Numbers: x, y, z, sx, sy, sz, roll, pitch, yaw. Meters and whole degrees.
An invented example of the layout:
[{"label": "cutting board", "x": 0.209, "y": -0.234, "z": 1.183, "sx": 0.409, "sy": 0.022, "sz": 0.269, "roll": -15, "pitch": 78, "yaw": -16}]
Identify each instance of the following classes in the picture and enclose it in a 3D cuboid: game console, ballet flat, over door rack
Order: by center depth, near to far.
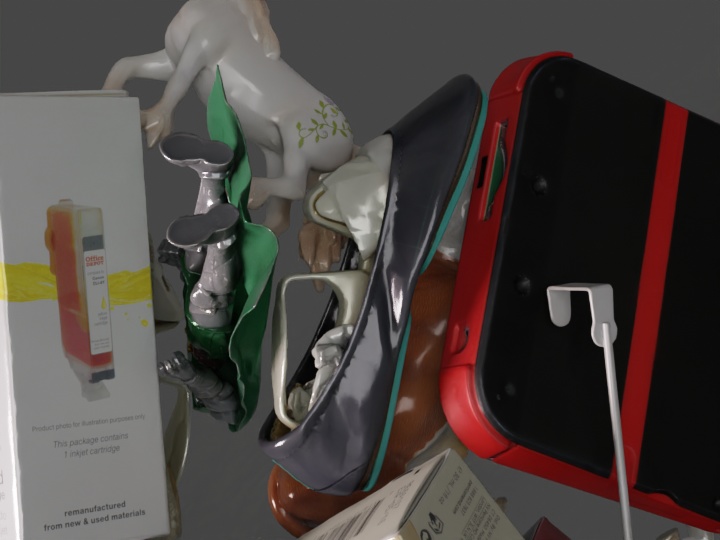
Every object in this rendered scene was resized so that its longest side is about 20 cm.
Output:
[{"label": "over door rack", "x": 0.176, "y": 0.088, "z": 0.825, "sx": 0.146, "sy": 0.066, "sz": 0.202, "roll": -8, "pitch": 81, "yaw": -31}, {"label": "ballet flat", "x": 0.000, "y": 0.000, "z": 0.825, "sx": 0.072, "sy": 0.073, "sz": 0.202, "roll": 17, "pitch": 87, "yaw": -2}, {"label": "game console", "x": 0.127, "y": 0.008, "z": 0.876, "sx": 0.175, "sy": 0.031, "sz": 0.202, "roll": 21, "pitch": 70, "yaw": -26}, {"label": "ballet flat", "x": -0.116, "y": 0.042, "z": 0.909, "sx": 0.062, "sy": 0.067, "sz": 0.203, "roll": -2, "pitch": 93, "yaw": -31}]

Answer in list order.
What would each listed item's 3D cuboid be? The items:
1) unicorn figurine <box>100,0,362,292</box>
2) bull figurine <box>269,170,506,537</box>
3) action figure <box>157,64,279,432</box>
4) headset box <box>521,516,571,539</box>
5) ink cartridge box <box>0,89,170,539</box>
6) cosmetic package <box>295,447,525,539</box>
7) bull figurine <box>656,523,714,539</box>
[{"label": "unicorn figurine", "x": -0.062, "y": -0.095, "z": 0.897, "sx": 0.137, "sy": 0.074, "sz": 0.201, "roll": -47, "pitch": 112, "yaw": -30}, {"label": "bull figurine", "x": 0.037, "y": 0.052, "z": 0.893, "sx": 0.121, "sy": 0.065, "sz": 0.201, "roll": 30, "pitch": 88, "yaw": 7}, {"label": "action figure", "x": -0.066, "y": 0.016, "z": 0.832, "sx": 0.054, "sy": 0.201, "sz": 0.119, "roll": -3, "pitch": 59, "yaw": -4}, {"label": "headset box", "x": 0.095, "y": 0.227, "z": 0.867, "sx": 0.199, "sy": 0.077, "sz": 0.149, "roll": 39, "pitch": 122, "yaw": 0}, {"label": "ink cartridge box", "x": -0.166, "y": 0.025, "z": 0.850, "sx": 0.083, "sy": 0.144, "sz": 0.203, "roll": -3, "pitch": 89, "yaw": -40}, {"label": "cosmetic package", "x": 0.052, "y": 0.188, "z": 0.777, "sx": 0.103, "sy": 0.073, "sz": 0.201, "roll": -35, "pitch": 97, "yaw": 32}, {"label": "bull figurine", "x": 0.240, "y": 0.146, "z": 0.912, "sx": 0.199, "sy": 0.065, "sz": 0.122, "roll": -30, "pitch": 87, "yaw": -4}]
